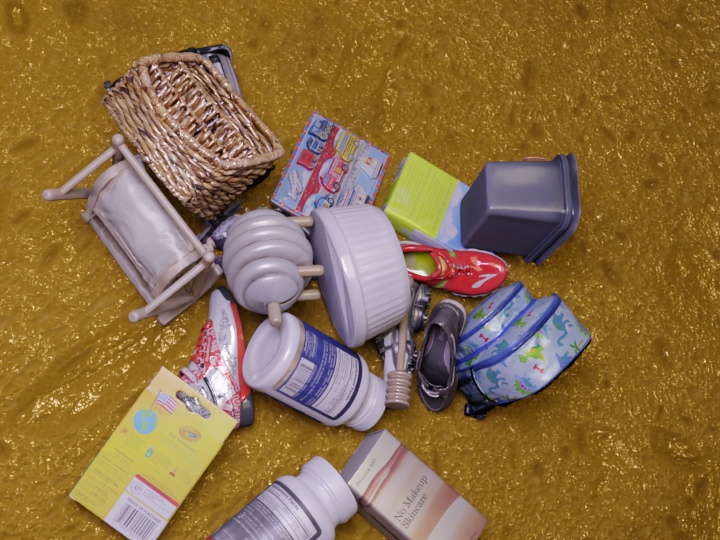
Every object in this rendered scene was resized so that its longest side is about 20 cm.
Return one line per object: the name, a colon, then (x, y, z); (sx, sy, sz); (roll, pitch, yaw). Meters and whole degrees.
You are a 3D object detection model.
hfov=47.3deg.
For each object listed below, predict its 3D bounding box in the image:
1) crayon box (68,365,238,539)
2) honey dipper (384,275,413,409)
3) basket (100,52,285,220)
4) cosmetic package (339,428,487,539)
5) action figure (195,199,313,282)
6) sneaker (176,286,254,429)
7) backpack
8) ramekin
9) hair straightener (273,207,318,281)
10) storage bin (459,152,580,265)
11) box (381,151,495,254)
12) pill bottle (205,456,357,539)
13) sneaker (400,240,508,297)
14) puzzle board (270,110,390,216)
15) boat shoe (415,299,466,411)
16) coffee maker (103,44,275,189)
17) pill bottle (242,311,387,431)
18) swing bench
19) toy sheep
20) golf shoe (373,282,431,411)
crayon box: (-0.263, 0.239, 1.064); (0.126, 0.051, 0.201); (37, 87, -5)
honey dipper: (0.062, 0.099, 1.196); (0.037, 0.038, 0.203); (14, 65, -15)
basket: (-0.220, -0.193, 1.075); (0.149, 0.143, 0.201); (-40, 79, 2)
cosmetic package: (0.068, 0.331, 1.169); (0.199, 0.087, 0.104); (40, 66, -4)
action figure: (-0.164, -0.029, 1.214); (0.200, 0.069, 0.130); (43, 73, 2)
sneaker: (-0.217, 0.125, 1.144); (0.106, 0.067, 0.205); (-7, 78, -24)
backpack: (0.226, 0.110, 1.229); (0.183, 0.200, 0.148); (-41, 94, -25)
ramekin: (0.000, 0.000, 1.162); (0.093, 0.203, 0.205); (-15, 78, -12)
hair straightener: (-0.058, -0.025, 1.262); (0.199, 0.041, 0.077); (37, 66, -9)
storage bin: (0.235, -0.104, 1.266); (0.132, 0.200, 0.148); (4, 72, -9)
box: (0.138, -0.091, 1.352); (0.198, 0.048, 0.123); (29, 67, -10)
pill bottle: (-0.105, 0.347, 1.087); (0.199, 0.116, 0.116); (-36, 87, -26)
sneaker: (0.131, 0.000, 1.275); (0.196, 0.085, 0.078); (7, 92, 4)
puzzle board: (-0.042, -0.149, 1.304); (0.149, 0.017, 0.202); (27, 56, -10)
boat shoe: (0.109, 0.135, 1.199); (0.066, 0.203, 0.057); (21, 36, 22)
coffee maker: (-0.247, -0.206, 1.222); (0.189, 0.135, 0.203); (-22, 79, 3)
pill bottle: (-0.057, 0.149, 1.148); (0.199, 0.110, 0.113); (34, 62, -32)
swing bench: (-0.288, -0.045, 1.093); (0.129, 0.200, 0.200); (-38, 88, -5)
toy sheep: (-0.121, -0.009, 1.111); (0.136, 0.139, 0.202); (3, 43, -19)
golf shoe: (0.046, 0.111, 1.251); (0.093, 0.078, 0.203); (13, 67, 5)
